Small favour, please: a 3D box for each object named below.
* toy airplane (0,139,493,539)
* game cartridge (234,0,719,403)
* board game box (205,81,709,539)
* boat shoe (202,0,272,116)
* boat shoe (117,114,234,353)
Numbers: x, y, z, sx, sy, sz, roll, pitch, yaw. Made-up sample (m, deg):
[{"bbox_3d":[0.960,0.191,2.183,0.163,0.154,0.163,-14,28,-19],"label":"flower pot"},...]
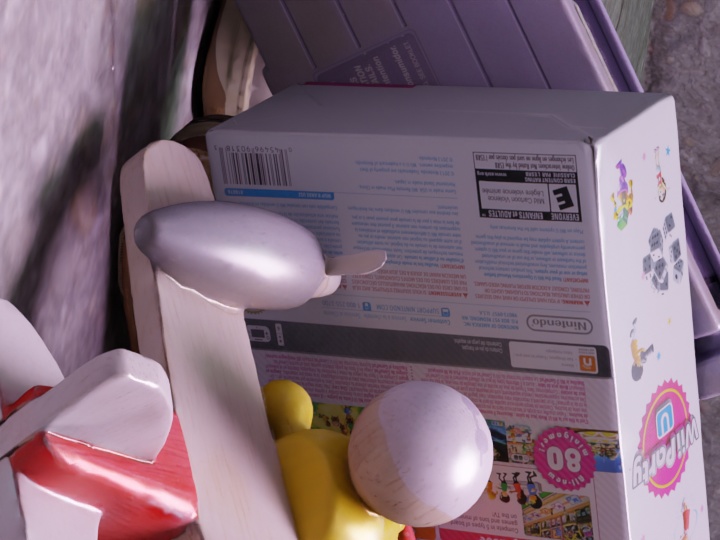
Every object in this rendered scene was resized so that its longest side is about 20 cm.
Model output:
[{"bbox_3d":[-0.031,0.066,0.790,0.199,0.141,0.200,-67,134,-73],"label":"toy airplane"},{"bbox_3d":[0.046,-0.035,0.911,0.038,0.130,0.200,-34,101,-50],"label":"game cartridge"},{"bbox_3d":[0.037,0.040,0.890,0.064,0.147,0.200,-33,121,-53],"label":"board game box"},{"bbox_3d":[-0.007,-0.143,1.019,0.072,0.065,0.200,73,31,-72],"label":"boat shoe"},{"bbox_3d":[-0.054,0.045,0.951,0.074,0.076,0.200,-44,130,-54],"label":"boat shoe"}]
